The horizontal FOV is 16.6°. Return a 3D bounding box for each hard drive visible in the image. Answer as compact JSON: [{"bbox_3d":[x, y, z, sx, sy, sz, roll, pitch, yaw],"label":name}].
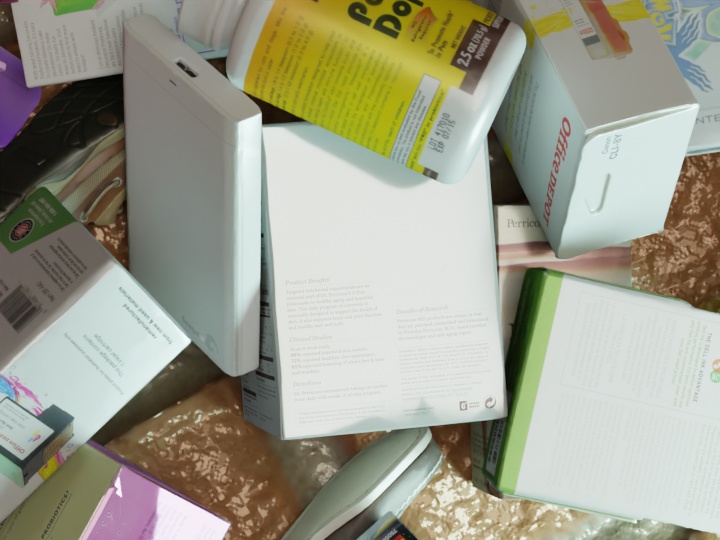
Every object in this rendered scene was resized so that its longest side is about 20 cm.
[{"bbox_3d":[-0.107,-0.047,1.567,0.026,0.132,0.200,-22,135,-29],"label":"hard drive"}]

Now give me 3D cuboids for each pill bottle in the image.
[{"bbox_3d":[-0.007,-0.140,1.511,0.200,0.109,0.109,25,86,2],"label":"pill bottle"}]

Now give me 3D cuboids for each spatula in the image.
[{"bbox_3d":[-0.280,-0.058,1.632,0.056,0.021,0.200,32,85,-6],"label":"spatula"}]

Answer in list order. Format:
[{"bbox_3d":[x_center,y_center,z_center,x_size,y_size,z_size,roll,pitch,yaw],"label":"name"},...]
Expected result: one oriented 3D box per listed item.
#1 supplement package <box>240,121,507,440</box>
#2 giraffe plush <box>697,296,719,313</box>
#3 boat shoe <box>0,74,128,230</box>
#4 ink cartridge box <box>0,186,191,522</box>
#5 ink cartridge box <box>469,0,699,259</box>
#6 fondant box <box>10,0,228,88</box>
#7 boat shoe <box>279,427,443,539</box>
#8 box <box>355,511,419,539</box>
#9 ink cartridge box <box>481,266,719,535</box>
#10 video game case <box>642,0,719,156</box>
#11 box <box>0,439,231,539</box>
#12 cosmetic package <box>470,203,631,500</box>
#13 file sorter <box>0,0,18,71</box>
[{"bbox_3d":[0.000,0.000,1.631,0.151,0.151,0.200,-5,92,-12],"label":"supplement package"},{"bbox_3d":[0.327,-0.006,1.713,0.200,0.173,0.163,5,77,-14],"label":"giraffe plush"},{"bbox_3d":[-0.189,-0.064,1.635,0.200,0.076,0.074,-38,131,-18],"label":"boat shoe"},{"bbox_3d":[-0.223,0.062,1.522,0.200,0.145,0.084,-44,122,-4],"label":"ink cartridge box"},{"bbox_3d":[0.136,-0.130,1.619,0.083,0.145,0.200,-15,58,-14],"label":"ink cartridge box"},{"bbox_3d":[-0.130,-0.206,1.602,0.200,0.058,0.145,-8,100,10],"label":"fondant box"},{"bbox_3d":[-0.014,0.188,1.675,0.200,0.072,0.060,-45,105,-5],"label":"boat shoe"},{"bbox_3d":[-0.025,0.266,1.647,0.200,0.137,0.040,-41,54,-9],"label":"box"},{"bbox_3d":[0.195,0.091,1.616,0.200,0.076,0.148,13,91,-5],"label":"ink cartridge box"},{"bbox_3d":[0.252,-0.182,1.703,0.182,0.022,0.200,-8,76,1],"label":"video game case"},{"bbox_3d":[-0.205,0.189,1.555,0.097,0.200,0.176,33,83,-36],"label":"box"},{"bbox_3d":[0.130,0.053,1.695,0.103,0.087,0.200,-3,92,-10],"label":"cosmetic package"},{"bbox_3d":[-0.307,-0.096,1.533,0.139,0.125,0.200,15,86,-32],"label":"file sorter"}]
